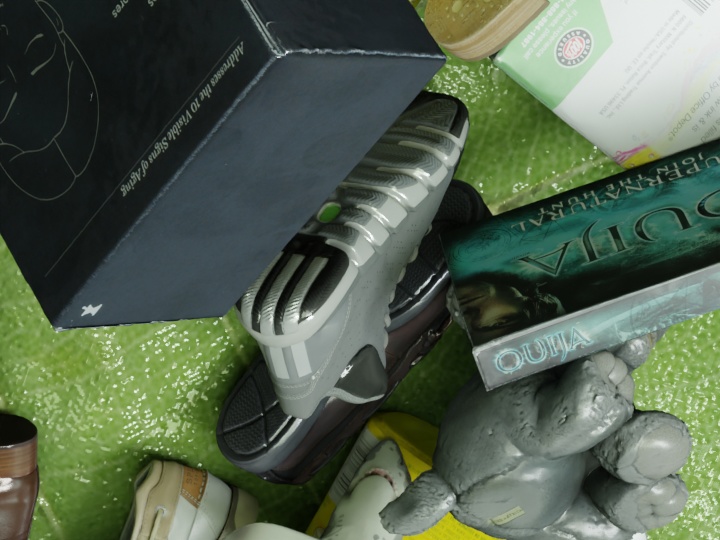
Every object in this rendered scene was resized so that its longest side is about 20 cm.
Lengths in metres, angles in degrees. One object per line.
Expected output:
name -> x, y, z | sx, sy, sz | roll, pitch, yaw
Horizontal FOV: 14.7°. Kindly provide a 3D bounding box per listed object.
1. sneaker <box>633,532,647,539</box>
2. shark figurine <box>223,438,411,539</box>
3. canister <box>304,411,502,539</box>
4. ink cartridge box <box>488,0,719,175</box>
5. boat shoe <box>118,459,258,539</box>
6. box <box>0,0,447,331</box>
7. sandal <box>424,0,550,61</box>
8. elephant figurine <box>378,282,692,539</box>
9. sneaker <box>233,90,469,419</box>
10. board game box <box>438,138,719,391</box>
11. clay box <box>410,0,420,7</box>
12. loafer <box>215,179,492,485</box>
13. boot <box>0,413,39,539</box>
sneaker -> 0.098, 0.183, 1.589 | 0.118, 0.074, 0.202 | -9, 114, -14
shark figurine -> -0.055, 0.190, 1.490 | 0.213, 0.129, 0.090 | -21, 156, -8
canister -> 0.019, 0.198, 1.554 | 0.148, 0.086, 0.201 | 33, 102, 20
ink cartridge box -> 0.181, -0.119, 1.492 | 0.200, 0.088, 0.145 | 37, 101, -18
boat shoe -> -0.136, 0.197, 1.560 | 0.068, 0.075, 0.201 | 29, 94, -15
box -> -0.098, -0.110, 1.326 | 0.124, 0.197, 0.200 | -2, 144, -47
sandal -> 0.097, -0.201, 1.404 | 0.212, 0.078, 0.070 | -48, 135, 12
elephant figurine -> 0.105, 0.052, 1.502 | 0.155, 0.201, 0.142 | 24, 127, -23
sneaker -> 0.000, 0.000, 1.465 | 0.075, 0.200, 0.116 | 14, 135, 28
board game box -> 0.144, -0.012, 1.411 | 0.199, 0.135, 0.028 | -20, 116, 3
clay box -> 0.000, -0.154, 1.430 | 0.048, 0.115, 0.200 | 36, 100, 12
loafer -> 0.004, 0.036, 1.533 | 0.200, 0.072, 0.063 | -47, 138, 5
boot -> -0.264, 0.181, 1.536 | 0.185, 0.064, 0.201 | -1, 114, -11
